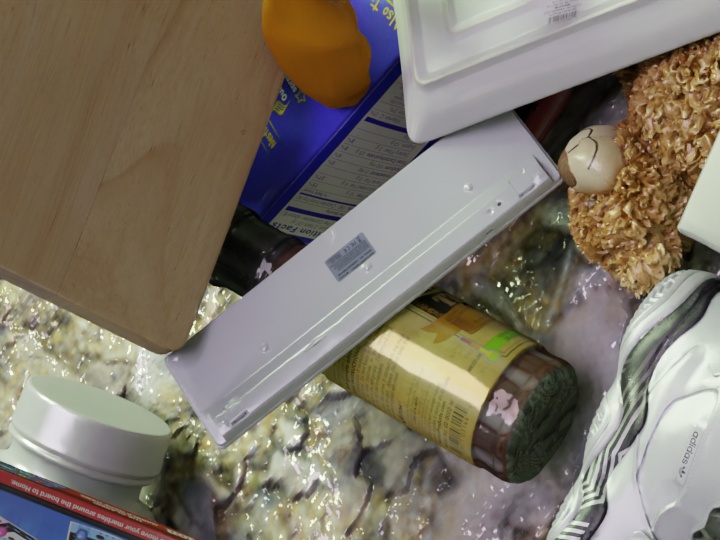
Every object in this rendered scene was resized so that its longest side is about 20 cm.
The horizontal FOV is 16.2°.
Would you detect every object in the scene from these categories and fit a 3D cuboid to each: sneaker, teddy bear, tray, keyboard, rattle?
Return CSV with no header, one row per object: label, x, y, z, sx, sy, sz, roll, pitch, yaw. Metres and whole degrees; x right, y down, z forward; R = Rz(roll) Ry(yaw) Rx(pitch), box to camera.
sneaker,0.146,0.104,1.050,0.115,0.075,0.202,15,87,49
teddy bear,0.150,-0.087,1.103,0.200,0.066,0.146,-42,49,29
tray,0.089,-0.135,1.118,0.199,0.022,0.108,-19,69,35
keyboard,0.000,0.000,1.154,0.200,0.011,0.056,-38,56,4
rattle,-0.002,-0.200,1.169,0.129,0.143,0.202,-13,61,29

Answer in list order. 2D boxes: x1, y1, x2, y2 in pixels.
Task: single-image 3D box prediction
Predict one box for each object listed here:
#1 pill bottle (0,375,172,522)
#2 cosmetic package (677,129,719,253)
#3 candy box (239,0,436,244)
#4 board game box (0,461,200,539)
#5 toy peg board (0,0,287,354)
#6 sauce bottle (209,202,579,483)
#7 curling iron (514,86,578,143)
pill bottle,-0.172,0.162,1.328,0.112,0.112,0.201,28,100,45
cosmetic package,0.220,-0.081,1.006,0.090,0.106,0.201,27,100,46
candy box,-0.009,-0.138,1.270,0.200,0.077,0.170,-47,53,25
board game box,-0.141,0.166,1.263,0.019,0.199,0.104,-83,15,-82
toy peg board,-0.153,-0.086,1.195,0.098,0.198,0.201,-18,49,62
sauce bottle,0.006,0.027,1.180,0.199,0.065,0.065,29,101,25
curling iron,0.111,-0.135,1.181,0.050,0.026,0.201,41,107,22
